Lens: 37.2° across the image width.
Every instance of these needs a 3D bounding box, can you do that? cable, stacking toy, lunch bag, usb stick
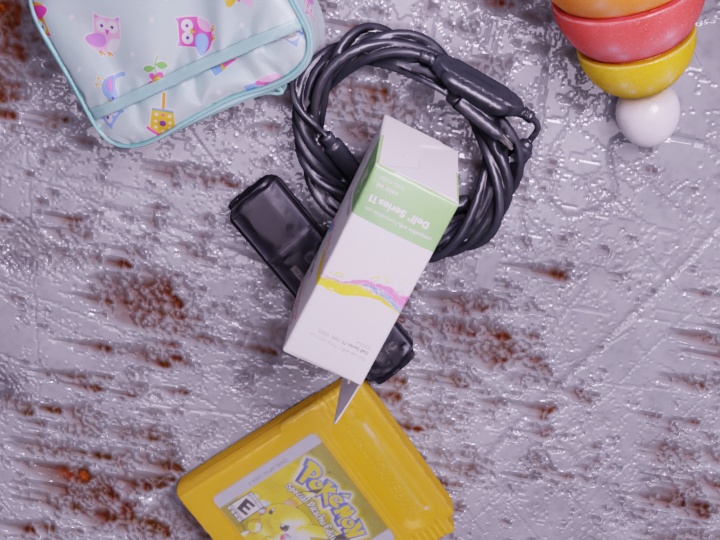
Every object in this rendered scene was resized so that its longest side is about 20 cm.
[{"bbox_3d":[0.031,-0.099,0.843,0.198,0.051,0.164,26,115,-5],"label":"cable"},{"bbox_3d":[0.199,-0.179,0.783,0.144,0.147,0.201,-15,128,7],"label":"stacking toy"},{"bbox_3d":[-0.129,-0.187,0.789,0.198,0.077,0.162,-21,106,15],"label":"lunch bag"},{"bbox_3d":[-0.031,0.009,0.887,0.055,0.033,0.200,-38,104,7],"label":"usb stick"}]

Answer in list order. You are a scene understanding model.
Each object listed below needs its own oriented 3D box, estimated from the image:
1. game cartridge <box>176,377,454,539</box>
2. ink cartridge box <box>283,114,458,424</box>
[{"bbox_3d":[-0.036,0.208,0.959,0.199,0.032,0.177,-33,106,13],"label":"game cartridge"},{"bbox_3d":[0.000,0.000,0.798,0.067,0.117,0.201,24,114,-7],"label":"ink cartridge box"}]
